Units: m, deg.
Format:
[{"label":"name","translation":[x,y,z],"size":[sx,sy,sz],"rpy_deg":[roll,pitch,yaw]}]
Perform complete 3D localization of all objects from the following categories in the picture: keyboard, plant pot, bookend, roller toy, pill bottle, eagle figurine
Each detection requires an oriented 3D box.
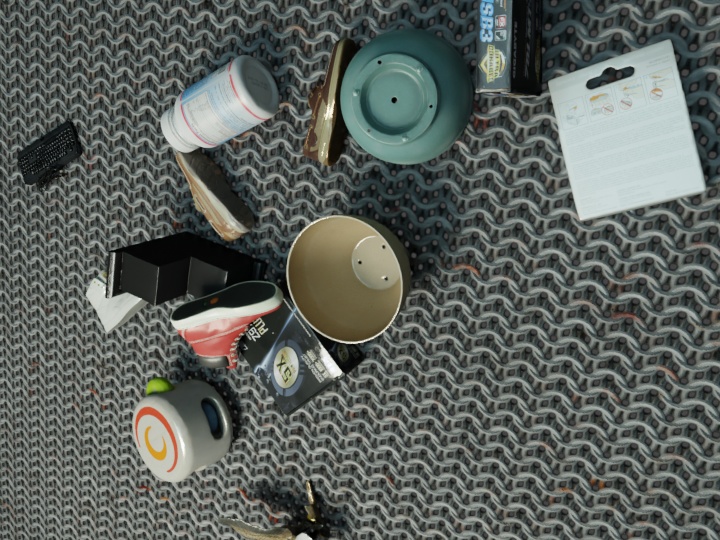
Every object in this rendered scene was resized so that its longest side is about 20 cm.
[{"label":"keyboard","translation":[-0.680,-0.239,1.332],"size":[0.200,0.040,0.104],"rpy_deg":[-19,93,30]},{"label":"plant pot","translation":[0.000,0.000,0.998],"size":[0.200,0.134,0.201],"rpy_deg":[7,107,25]},{"label":"bookend","translation":[-0.312,0.016,1.122],"size":[0.200,0.199,0.092],"rpy_deg":[20,111,20]},{"label":"roller toy","translation":[-0.357,0.323,1.256],"size":[0.182,0.140,0.200],"rpy_deg":[29,117,29]},{"label":"pill bottle","translation":[-0.246,-0.279,1.065],"size":[0.200,0.109,0.109],"rpy_deg":[-18,94,30]},{"label":"plant pot","translation":[0.058,-0.245,0.883],"size":[0.200,0.134,0.201],"rpy_deg":[4,107,12]},{"label":"eagle figurine","translation":[-0.166,0.532,1.211],"size":[0.151,0.200,0.152],"rpy_deg":[84,165,-53]}]

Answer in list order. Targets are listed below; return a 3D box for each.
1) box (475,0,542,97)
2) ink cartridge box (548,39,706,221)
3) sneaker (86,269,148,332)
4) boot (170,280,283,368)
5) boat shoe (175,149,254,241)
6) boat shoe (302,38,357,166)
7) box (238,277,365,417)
[{"label":"box","translation":[0.193,-0.324,0.782],"size":[0.050,0.198,0.200],"rpy_deg":[3,103,24]},{"label":"ink cartridge box","translation":[0.355,-0.182,0.831],"size":[0.160,0.047,0.200],"rpy_deg":[-13,91,29]},{"label":"sneaker","translation":[-0.508,0.040,1.298],"size":[0.200,0.074,0.116],"rpy_deg":[-34,90,30]},{"label":"boot","translation":[-0.209,0.103,1.079],"size":[0.200,0.072,0.144],"rpy_deg":[-16,123,11]},{"label":"boat shoe","translation":[-0.282,-0.138,1.140],"size":[0.072,0.076,0.200],"rpy_deg":[-40,82,31]},{"label":"boat shoe","translation":[-0.056,-0.274,0.996],"size":[0.072,0.072,0.200],"rpy_deg":[21,116,21]},{"label":"box","translation":[-0.120,0.134,1.120],"size":[0.164,0.086,0.200],"rpy_deg":[-39,84,29]}]
